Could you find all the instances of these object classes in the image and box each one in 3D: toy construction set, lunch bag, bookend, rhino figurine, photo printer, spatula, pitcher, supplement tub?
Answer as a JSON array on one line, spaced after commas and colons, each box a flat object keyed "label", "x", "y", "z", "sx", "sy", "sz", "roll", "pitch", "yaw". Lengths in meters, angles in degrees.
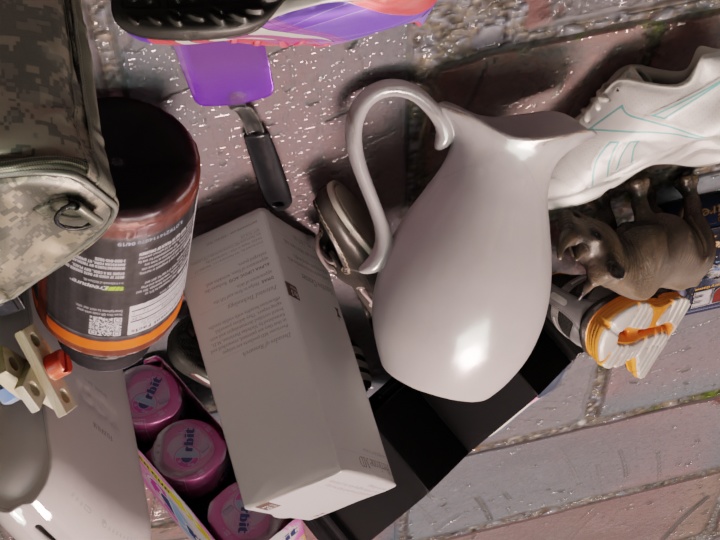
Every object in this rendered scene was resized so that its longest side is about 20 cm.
[{"label": "toy construction set", "x": -0.289, "y": 0.077, "z": 0.974, "sx": 0.199, "sy": 0.132, "sz": 0.092, "roll": -23, "pitch": 167, "yaw": 0}, {"label": "lunch bag", "x": -0.214, "y": -0.086, "z": 0.792, "sx": 0.167, "sy": 0.201, "sz": 0.139, "roll": -20, "pitch": 150, "yaw": 11}, {"label": "bookend", "x": 0.058, "y": 0.113, "z": 1.207, "sx": 0.199, "sy": 0.092, "sz": 0.200, "roll": -44, "pitch": 174, "yaw": 31}, {"label": "rhino figurine", "x": 0.205, "y": -0.021, "z": 1.129, "sx": 0.060, "sy": 0.088, "sz": 0.199, "roll": -22, "pitch": 171, "yaw": 40}, {"label": "photo printer", "x": -0.219, "y": 0.121, "z": 1.090, "sx": 0.069, "sy": 0.201, "sz": 0.167, "roll": -22, "pitch": 146, "yaw": 9}, {"label": "spatula", "x": -0.073, "y": -0.096, "z": 0.997, "sx": 0.056, "sy": 0.021, "sz": 0.200, "roll": -7, "pitch": 150, "yaw": 8}, {"label": "pitcher", "x": 0.056, "y": -0.023, "z": 1.036, "sx": 0.170, "sy": 0.121, "sz": 0.201, "roll": 14, "pitch": 103, "yaw": -8}, {"label": "supplement tub", "x": -0.166, "y": -0.014, "z": 1.000, "sx": 0.106, "sy": 0.108, "sz": 0.201, "roll": -5, "pitch": 146, "yaw": -17}]

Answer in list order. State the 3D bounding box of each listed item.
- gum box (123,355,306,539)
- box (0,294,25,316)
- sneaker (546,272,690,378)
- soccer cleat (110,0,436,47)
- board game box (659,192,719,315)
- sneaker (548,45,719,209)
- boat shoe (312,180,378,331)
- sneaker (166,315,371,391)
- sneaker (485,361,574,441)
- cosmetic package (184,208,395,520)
[{"label": "gum box", "x": -0.128, "y": 0.169, "z": 1.215, "sx": 0.066, "sy": 0.200, "sz": 0.114, "roll": -36, "pitch": 152, "yaw": -17}, {"label": "box", "x": -0.344, "y": -0.002, "z": 0.993, "sx": 0.199, "sy": 0.044, "sz": 0.161, "roll": -17, "pitch": 147, "yaw": -1}, {"label": "sneaker", "x": 0.207, "y": 0.035, "z": 1.218, "sx": 0.079, "sy": 0.077, "sz": 0.200, "roll": -61, "pitch": 154, "yaw": 6}, {"label": "soccer cleat", "x": -0.046, "y": -0.156, "z": 0.885, "sx": 0.198, "sy": 0.069, "sz": 0.073, "roll": -13, "pitch": 152, "yaw": -10}, {"label": "board game box", "x": 0.338, "y": -0.022, "z": 1.283, "sx": 0.198, "sy": 0.035, "sz": 0.136, "roll": -12, "pitch": 147, "yaw": -7}, {"label": "sneaker", "x": 0.183, "y": -0.104, "z": 1.075, "sx": 0.199, "sy": 0.071, "sz": 0.081, "roll": -19, "pitch": 115, "yaw": 23}, {"label": "boat shoe", "x": 0.000, "y": 0.000, "z": 1.134, "sx": 0.057, "sy": 0.067, "sz": 0.200, "roll": -28, "pitch": 149, "yaw": 9}, {"label": "sneaker", "x": -0.094, "y": 0.098, "z": 1.232, "sx": 0.199, "sy": 0.076, "sz": 0.115, "roll": 14, "pitch": 139, "yaw": -40}, {"label": "sneaker", "x": 0.116, "y": 0.091, "z": 1.318, "sx": 0.082, "sy": 0.071, "sz": 0.200, "roll": 4, "pitch": 140, "yaw": -32}, {"label": "cosmetic package", "x": -0.054, "y": 0.070, "z": 1.071, "sx": 0.081, "sy": 0.201, "sz": 0.113, "roll": -25, "pitch": 162, "yaw": 15}]
